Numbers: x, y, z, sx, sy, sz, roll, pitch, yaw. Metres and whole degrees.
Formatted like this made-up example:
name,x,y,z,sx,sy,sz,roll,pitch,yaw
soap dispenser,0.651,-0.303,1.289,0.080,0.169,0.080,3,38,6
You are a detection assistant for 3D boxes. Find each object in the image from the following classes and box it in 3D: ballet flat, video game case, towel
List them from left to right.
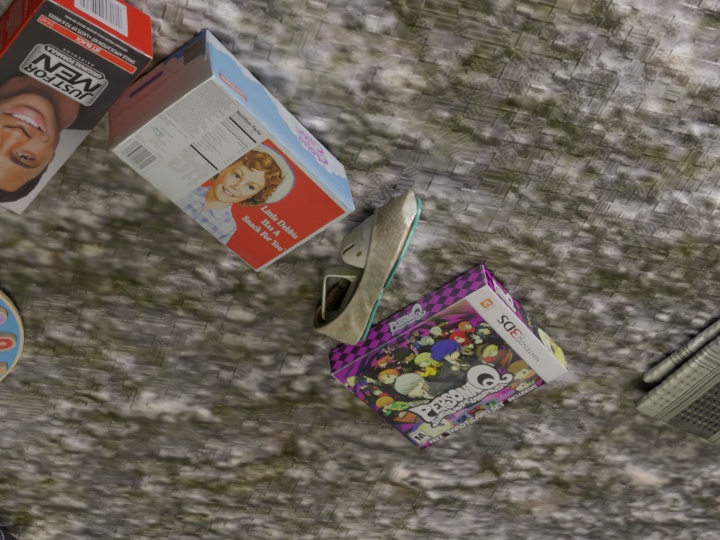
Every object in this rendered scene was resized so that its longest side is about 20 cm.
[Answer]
name,x,y,z,sx,sy,sz,roll,pitch,yaw
ballet flat,0.000,0.000,1.230,0.062,0.068,0.201,14,131,-10
video game case,0.096,0.099,1.367,0.199,0.036,0.181,-30,131,19
towel,0.434,0.120,1.466,0.191,0.035,0.200,23,124,-34

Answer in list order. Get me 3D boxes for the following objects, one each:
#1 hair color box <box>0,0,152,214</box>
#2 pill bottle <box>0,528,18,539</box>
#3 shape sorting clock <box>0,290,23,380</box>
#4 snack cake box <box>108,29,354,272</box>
name,x,y,z,sx,sy,sz,roll,pitch,yaw
hair color box,-0.265,-0.145,1.033,0.101,0.062,0.200,26,125,-33
pill bottle,-0.472,0.301,1.408,0.105,0.107,0.200,-26,134,15
shape sorting clock,-0.427,0.068,1.230,0.197,0.039,0.201,-6,136,-5
snack cake box,-0.110,-0.098,1.106,0.114,0.068,0.200,-32,132,18
